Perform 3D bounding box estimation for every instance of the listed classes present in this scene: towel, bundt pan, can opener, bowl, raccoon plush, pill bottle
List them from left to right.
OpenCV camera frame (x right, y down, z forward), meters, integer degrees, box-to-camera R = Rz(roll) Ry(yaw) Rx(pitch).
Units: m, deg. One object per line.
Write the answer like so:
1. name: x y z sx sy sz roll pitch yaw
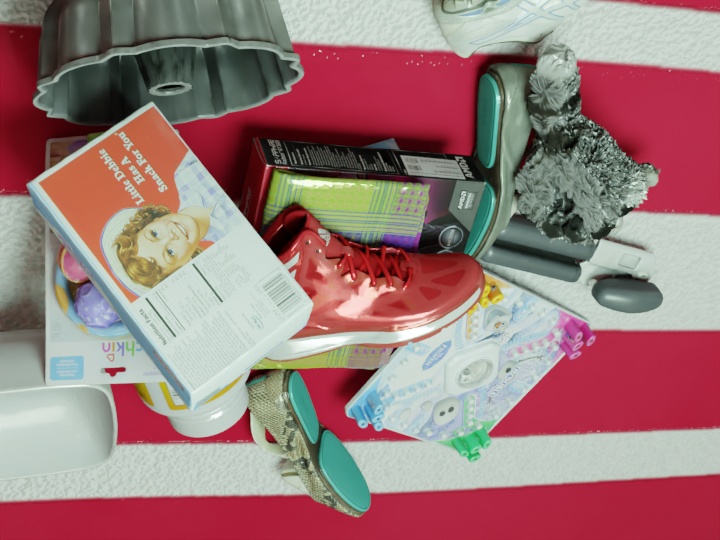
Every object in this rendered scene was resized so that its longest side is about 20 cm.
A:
1. bowl: -0.315 0.115 1.152 0.199 0.075 0.200 -6 152 -13
2. bundt pan: -0.144 -0.168 0.980 0.200 0.076 0.202 -8 171 -1
3. pill bottle: -0.160 0.051 1.164 0.109 0.109 0.201 -19 129 -4
4. towel: -0.027 0.006 1.120 0.143 0.023 0.201 2 124 -17
5. can opener: 0.206 -0.005 1.271 0.199 0.067 0.054 12 120 -27
6. raccoon plush: 0.211 -0.114 1.156 0.134 0.096 0.201 -37 142 -42

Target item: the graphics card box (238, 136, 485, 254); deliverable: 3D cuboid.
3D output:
1. graphics card box: -0.004 -0.042 1.137 0.199 0.051 0.126 3 124 -20

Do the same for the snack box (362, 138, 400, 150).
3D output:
1. snack box: -0.004 -0.015 1.213 0.115 0.037 0.201 -17 128 -6

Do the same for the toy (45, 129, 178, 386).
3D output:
1. toy: -0.201 -0.013 1.047 0.114 0.202 0.047 -3 170 11

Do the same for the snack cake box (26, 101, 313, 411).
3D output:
1. snack cake box: -0.141 -0.010 0.991 0.115 0.200 0.067 -36 171 -15

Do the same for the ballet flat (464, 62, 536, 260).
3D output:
1. ballet flat: 0.128 -0.091 1.184 0.063 0.067 0.201 -7 127 -22

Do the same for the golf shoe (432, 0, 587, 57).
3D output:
1. golf shoe: 0.154 -0.236 1.095 0.199 0.079 0.097 -15 146 0

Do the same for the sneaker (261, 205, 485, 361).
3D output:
1. sneaker: 0.000 0.000 1.062 0.199 0.079 0.116 -17 129 -6

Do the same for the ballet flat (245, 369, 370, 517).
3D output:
1. ballet flat: -0.061 0.175 1.326 0.075 0.068 0.201 -15 126 21

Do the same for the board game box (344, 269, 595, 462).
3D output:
1. board game box: 0.114 0.102 1.321 0.199 0.026 0.200 23 115 -43
